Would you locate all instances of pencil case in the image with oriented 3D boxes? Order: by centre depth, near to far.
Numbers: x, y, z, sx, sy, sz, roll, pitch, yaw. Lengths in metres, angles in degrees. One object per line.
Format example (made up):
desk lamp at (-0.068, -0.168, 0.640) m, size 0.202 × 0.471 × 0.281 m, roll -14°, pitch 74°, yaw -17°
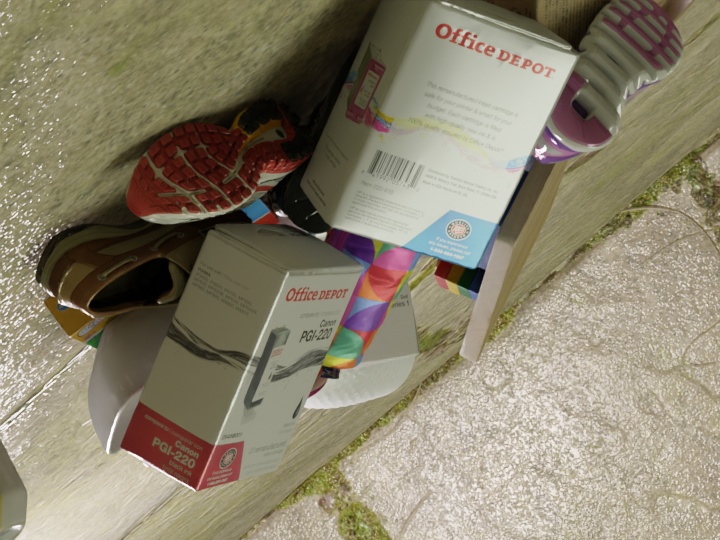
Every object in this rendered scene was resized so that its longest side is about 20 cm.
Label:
pencil case at (0.000, 0.000, 1.652) m, size 0.088 × 0.088 × 0.200 m, roll -23°, pitch 146°, yaw -56°

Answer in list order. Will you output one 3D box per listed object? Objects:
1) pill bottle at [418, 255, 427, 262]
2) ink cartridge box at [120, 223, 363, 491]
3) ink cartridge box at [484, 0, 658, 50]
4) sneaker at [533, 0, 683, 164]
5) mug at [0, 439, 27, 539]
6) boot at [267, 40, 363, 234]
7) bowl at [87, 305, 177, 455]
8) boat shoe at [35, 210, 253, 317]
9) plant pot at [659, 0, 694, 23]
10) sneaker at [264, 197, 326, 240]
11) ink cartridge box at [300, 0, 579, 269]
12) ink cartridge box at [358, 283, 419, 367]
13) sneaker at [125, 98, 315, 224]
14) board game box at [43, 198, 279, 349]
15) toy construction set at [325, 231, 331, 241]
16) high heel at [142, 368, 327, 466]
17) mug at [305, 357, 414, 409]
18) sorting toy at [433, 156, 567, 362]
pill bottle at (0.054, -0.092, 1.758) m, size 0.113 × 0.113 × 0.200 m, roll -45°, pitch -176°, yaw 31°
ink cartridge box at (-0.094, 0.068, 1.507) m, size 0.146 × 0.085 × 0.200 m, roll -4°, pitch 118°, yaw -65°
ink cartridge box at (0.182, -0.234, 1.599) m, size 0.165 × 0.075 × 0.200 m, roll -37°, pitch 148°, yaw -24°
sneaker at (0.198, -0.158, 1.563) m, size 0.200 × 0.080 × 0.088 m, roll -47°, pitch -177°, yaw -35°
mug at (-0.356, 0.171, 1.460) m, size 0.186 × 0.153 × 0.149 m, roll -27°, pitch 165°, yaw -45°
boot at (-0.015, -0.127, 1.602) m, size 0.204 × 0.073 × 0.154 m, roll -60°, pitch -169°, yaw -4°
bowl at (-0.164, 0.066, 1.658) m, size 0.200 × 0.075 × 0.200 m, roll -34°, pitch 168°, yaw -23°
boat shoe at (-0.163, -0.001, 1.487) m, size 0.200 × 0.074 × 0.076 m, roll -17°, pitch 136°, yaw -39°
plant pot at (0.238, -0.256, 1.822) m, size 0.201 × 0.093 × 0.201 m, roll -37°, pitch 170°, yaw -8°
sneaker at (-0.111, -0.009, 1.795) m, size 0.080 × 0.076 × 0.200 m, roll -15°, pitch 152°, yaw -38°
ink cartridge box at (0.062, -0.121, 1.476) m, size 0.144 × 0.085 × 0.200 m, roll 16°, pitch 110°, yaw -27°
ink cartridge box at (-0.056, 0.071, 1.967) m, size 0.146 × 0.085 × 0.200 m, roll -8°, pitch 176°, yaw -39°
sneaker at (-0.115, -0.070, 1.461) m, size 0.082 × 0.078 × 0.200 m, roll -44°, pitch 168°, yaw 35°
board game box at (-0.171, -0.009, 1.628) m, size 0.200 × 0.040 × 0.153 m, roll -39°, pitch 170°, yaw 0°
toy construction set at (-0.017, -0.038, 1.934) m, size 0.200 × 0.092 × 0.131 m, roll -37°, pitch -163°, yaw 34°
high heel at (-0.115, 0.123, 1.679) m, size 0.200 × 0.067 × 0.096 m, roll -5°, pitch 138°, yaw -46°
mug at (-0.062, 0.098, 2.234) m, size 0.200 × 0.148 × 0.175 m, roll -9°, pitch -179°, yaw 37°
sorting toy at (0.129, -0.053, 1.707) m, size 0.199 × 0.069 × 0.200 m, roll 102°, pitch 14°, yaw -55°
